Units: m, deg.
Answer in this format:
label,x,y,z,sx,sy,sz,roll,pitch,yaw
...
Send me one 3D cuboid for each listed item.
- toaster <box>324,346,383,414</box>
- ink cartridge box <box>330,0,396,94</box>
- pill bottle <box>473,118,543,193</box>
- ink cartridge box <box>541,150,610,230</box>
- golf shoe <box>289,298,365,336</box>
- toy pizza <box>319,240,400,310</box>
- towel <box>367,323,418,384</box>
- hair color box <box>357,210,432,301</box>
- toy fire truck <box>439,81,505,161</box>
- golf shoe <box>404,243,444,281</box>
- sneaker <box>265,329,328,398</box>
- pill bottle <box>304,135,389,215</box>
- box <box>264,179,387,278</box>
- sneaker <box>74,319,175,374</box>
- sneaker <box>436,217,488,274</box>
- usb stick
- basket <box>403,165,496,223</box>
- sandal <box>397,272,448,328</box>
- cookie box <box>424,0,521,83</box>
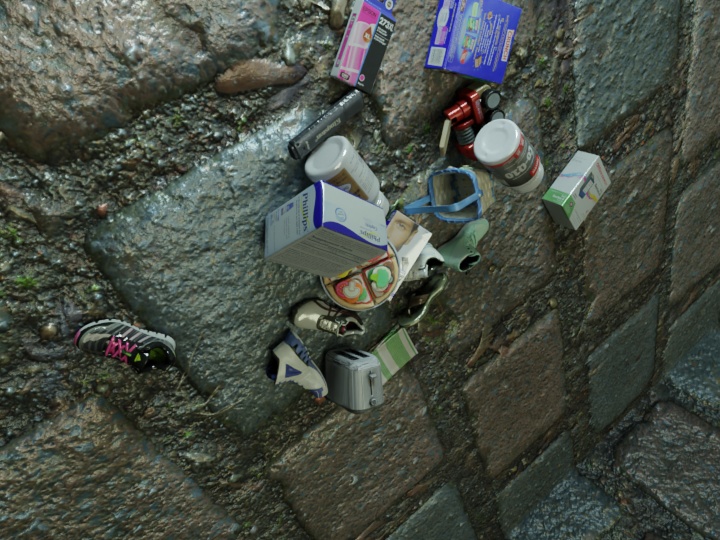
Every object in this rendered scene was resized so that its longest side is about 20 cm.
label,x,y,z,sx,sy,sz,roll,pitch,yaw
toaster,-0.024,0.280,1.344,0.113,0.199,0.131,-4,98,-36
ink cartridge box,0.013,-0.481,1.067,0.094,0.037,0.202,10,104,-40
pill bottle,0.367,-0.271,1.255,0.199,0.114,0.115,24,98,-48
ink cartridge box,0.692,-0.256,1.650,0.201,0.087,0.145,-53,131,-4
golf shoe,-0.077,0.121,1.275,0.199,0.088,0.078,5,111,-37
toy pizza,0.000,0.000,1.240,0.198,0.032,0.202,-1,98,-6
towel,0.072,0.264,1.501,0.200,0.023,0.153,-42,131,-12
hair color box,0.079,-0.037,1.293,0.109,0.065,0.201,32,91,-7
toy fire truck,0.260,-0.338,1.276,0.199,0.129,0.177,-31,129,-5
golf shoe,0.132,-0.006,1.358,0.199,0.097,0.079,-29,129,-19
sneaker,-0.170,0.250,1.286,0.115,0.080,0.200,-34,122,-13
pill bottle,-0.023,-0.187,1.137,0.115,0.114,0.200,-49,132,-5
box,-0.075,-0.078,1.090,0.183,0.199,0.106,18,60,-41
sneaker,-0.451,0.155,1.013,0.199,0.087,0.074,22,99,-41
sneaker,0.316,-0.066,1.448,0.200,0.118,0.074,-38,128,-16
usb stick,-0.071,-0.308,1.087,0.200,0.033,0.056,-42,160,-11
basket,0.228,-0.184,1.293,0.199,0.175,0.140,-34,115,-35
sandal,0.167,0.077,1.450,0.057,0.080,0.201,44,77,-25
cookie box,0.261,-0.536,1.192,0.198,0.075,0.173,-2,114,-35
